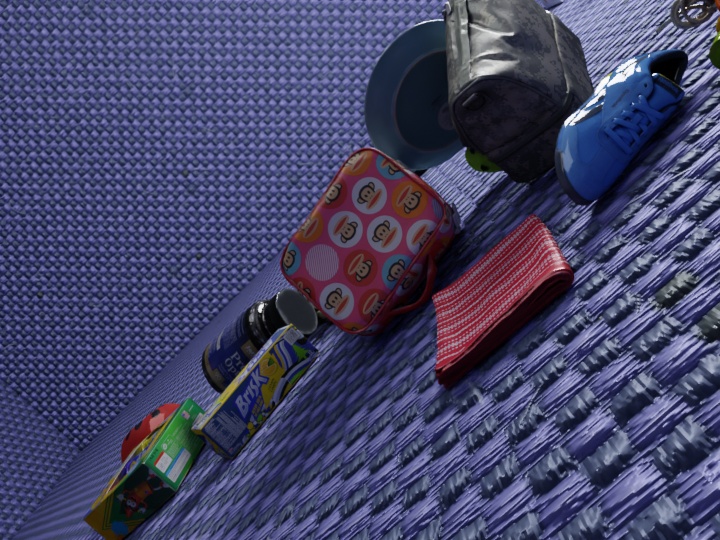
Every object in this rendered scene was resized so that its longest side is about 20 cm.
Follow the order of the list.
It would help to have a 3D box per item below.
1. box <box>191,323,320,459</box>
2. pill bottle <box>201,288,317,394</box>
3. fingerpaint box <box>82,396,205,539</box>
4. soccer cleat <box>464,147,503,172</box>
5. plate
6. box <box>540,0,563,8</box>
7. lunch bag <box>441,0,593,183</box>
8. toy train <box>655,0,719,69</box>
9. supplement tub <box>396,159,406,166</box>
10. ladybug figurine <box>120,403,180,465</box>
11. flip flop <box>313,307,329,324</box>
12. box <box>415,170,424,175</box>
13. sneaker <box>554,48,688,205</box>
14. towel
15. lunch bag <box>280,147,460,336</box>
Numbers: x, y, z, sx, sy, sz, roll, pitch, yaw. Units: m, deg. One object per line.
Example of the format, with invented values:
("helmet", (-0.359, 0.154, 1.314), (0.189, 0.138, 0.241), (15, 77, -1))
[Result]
("box", (-0.150, 0.173, 1.090), (0.200, 0.064, 0.070), (-49, 10, -24))
("pill bottle", (-0.164, 0.118, 1.237), (0.200, 0.112, 0.112), (-40, 10, 32))
("fingerpaint box", (-0.346, 0.328, 1.254), (0.167, 0.073, 0.200), (-43, 9, 21))
("soccer cleat", (0.229, -0.194, 1.022), (0.199, 0.068, 0.081), (-28, 9, 42))
("plate", (0.097, -0.225, 0.996), (0.200, 0.200, 0.026), (-45, 39, -1))
("box", (0.545, -0.853, 2.159), (0.106, 0.152, 0.200), (-44, 10, 11))
("lunch bag", (0.173, -0.232, 0.893), (0.139, 0.167, 0.202), (-31, 42, 38))
("toy train", (0.326, -0.217, 0.653), (0.200, 0.084, 0.116), (-30, 31, 60))
("supplement tub", (0.022, -0.034, 1.012), (0.200, 0.132, 0.132), (-43, 9, 12))
("ladybug figurine", (-0.391, 0.315, 1.441), (0.200, 0.072, 0.136), (-41, -6, 26))
("flip flop", (-0.067, 0.050, 1.266), (0.081, 0.058, 0.200), (-48, 10, -15))
("box", (0.110, -0.244, 1.801), (0.160, 0.044, 0.200), (-41, 10, 31))
("sneaker", (0.245, -0.142, 0.696), (0.200, 0.066, 0.078), (-51, 15, -31))
("towel", (0.121, 0.018, 0.690), (0.144, 0.022, 0.200), (-42, 10, 15))
("lunch bag", (0.018, -0.025, 0.897), (0.201, 0.176, 0.082), (-52, -22, 8))
